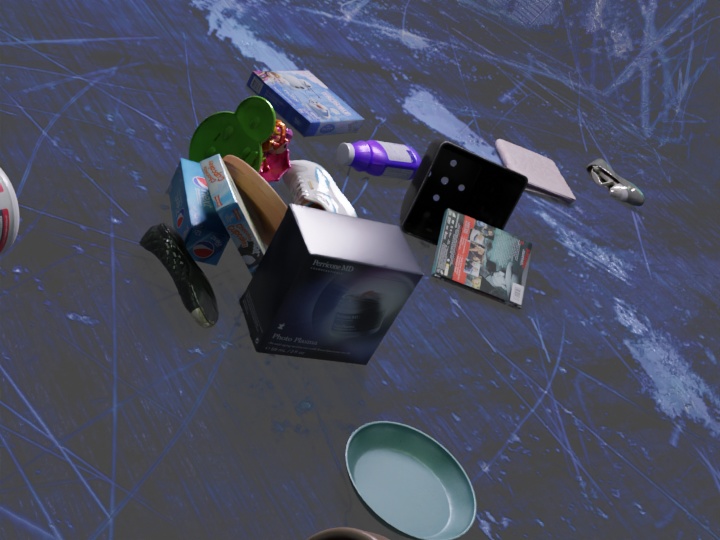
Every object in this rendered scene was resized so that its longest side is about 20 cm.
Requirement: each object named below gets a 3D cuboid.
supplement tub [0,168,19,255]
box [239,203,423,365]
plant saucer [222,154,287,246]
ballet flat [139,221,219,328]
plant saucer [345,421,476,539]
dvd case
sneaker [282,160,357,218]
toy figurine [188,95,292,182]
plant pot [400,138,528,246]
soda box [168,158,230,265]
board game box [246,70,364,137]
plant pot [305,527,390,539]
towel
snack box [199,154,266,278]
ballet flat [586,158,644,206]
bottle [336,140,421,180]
[{"bbox_3d":[-0.541,-0.063,1.128,0.140,0.141,0.200,41,31,17],"label":"supplement tub"},{"bbox_3d":[-0.047,0.026,1.375,0.199,0.199,0.123,9,36,-31],"label":"box"},{"bbox_3d":[-0.168,-0.100,1.501,0.032,0.200,0.200,-41,68,-16],"label":"plant saucer"},{"bbox_3d":[-0.268,0.012,1.367,0.200,0.057,0.066,56,11,29],"label":"ballet flat"},{"bbox_3d":[0.062,0.291,1.238,0.199,0.036,0.200,22,31,-14],"label":"plant saucer"},{"bbox_3d":[0.242,-0.022,1.803,0.199,0.022,0.147,20,68,-16],"label":"dvd case"},{"bbox_3d":[-0.090,-0.139,1.707,0.081,0.077,0.200,-9,46,-45],"label":"sneaker"},{"bbox_3d":[-0.185,-0.225,1.667,0.150,0.200,0.184,48,21,13],"label":"toy figurine"},{"bbox_3d":[0.196,-0.163,1.893,0.199,0.200,0.178,21,17,-15],"label":"plant pot"},{"bbox_3d":[-0.266,-0.098,1.500,0.068,0.064,0.200,14,34,-27],"label":"soda box"},{"bbox_3d":[-0.123,-0.380,2.069,0.200,0.043,0.199,43,31,21],"label":"board game box"},{"bbox_3d":[0.028,0.380,0.951,0.174,0.200,0.201,26,25,-43],"label":"plant pot"},{"bbox_3d":[0.457,-0.258,2.413,0.190,0.032,0.200,17,33,-24],"label":"towel"},{"bbox_3d":[-0.187,-0.071,1.423,0.037,0.200,0.116,-24,49,-2],"label":"snack box"},{"bbox_3d":[0.719,-0.242,2.606,0.064,0.068,0.200,-23,54,-22],"label":"ballet flat"},{"bbox_3d":[0.038,-0.242,1.983,0.199,0.065,0.084,1,40,-40],"label":"bottle"}]
